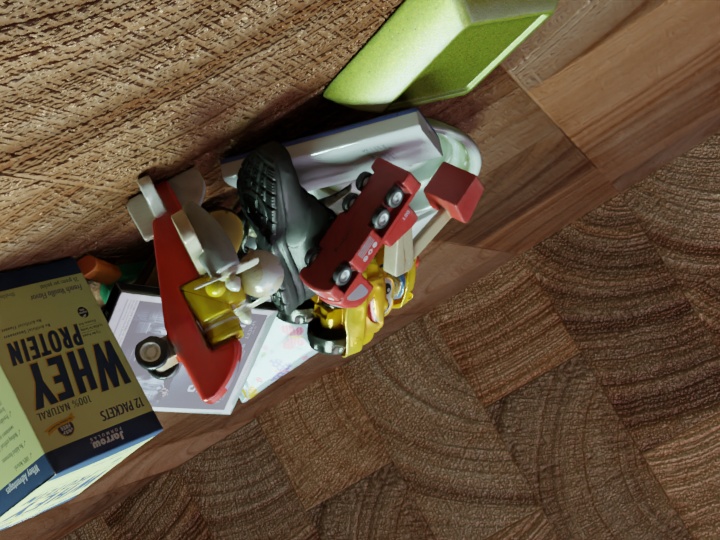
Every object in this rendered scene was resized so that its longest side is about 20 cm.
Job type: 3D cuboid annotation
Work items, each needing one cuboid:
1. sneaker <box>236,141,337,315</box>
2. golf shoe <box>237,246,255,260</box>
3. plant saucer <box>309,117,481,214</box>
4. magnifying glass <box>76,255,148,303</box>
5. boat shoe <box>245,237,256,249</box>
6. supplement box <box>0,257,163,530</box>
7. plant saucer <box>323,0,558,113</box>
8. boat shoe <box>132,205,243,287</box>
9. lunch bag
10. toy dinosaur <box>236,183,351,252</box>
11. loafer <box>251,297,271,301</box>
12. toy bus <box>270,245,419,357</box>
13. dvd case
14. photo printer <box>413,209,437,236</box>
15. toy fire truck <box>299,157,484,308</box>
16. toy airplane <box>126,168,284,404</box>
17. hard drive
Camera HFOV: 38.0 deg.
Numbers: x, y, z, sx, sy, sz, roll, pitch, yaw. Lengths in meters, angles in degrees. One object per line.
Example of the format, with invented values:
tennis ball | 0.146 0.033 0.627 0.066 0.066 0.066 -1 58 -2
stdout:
sneaker | -0.064 -0.050 1.026 0.091 0.076 0.200 -26 140 -19
golf shoe | -0.176 0.027 1.313 0.092 0.073 0.200 -1 159 -22
plant saucer | 0.034 -0.125 1.175 0.199 0.050 0.200 -6 155 -3
magnifying glass | -0.270 0.009 1.164 0.079 0.022 0.200 -32 168 1
boat shoe | -0.059 -0.045 1.355 0.200 0.071 0.072 -22 168 -34
supplement box | -0.340 0.130 1.043 0.200 0.200 0.134 -37 168 37
plant saucer | 0.091 -0.218 1.000 0.200 0.048 0.200 -20 166 -43
boat shoe | -0.208 0.004 1.158 0.200 0.070 0.070 -47 -158 6
lunch bag | -0.136 0.077 1.588 0.169 0.127 0.200 -33 -165 16
toy dinosaur | -0.084 -0.035 1.123 0.047 0.089 0.200 8 168 -44
loafer | -0.096 0.000 1.411 0.072 0.073 0.200 -53 -177 27
toy bus | 0.000 0.000 1.254 0.191 0.200 0.136 -10 119 -30
dvd case | -0.202 0.090 1.150 0.200 0.025 0.151 9 116 -39
photo printer | 0.032 -0.060 1.547 0.166 0.070 0.200 -27 170 -19
toy fire truck | 0.034 -0.039 1.055 0.200 0.049 0.141 -57 145 -6
toy airplane | -0.143 -0.003 0.982 0.141 0.200 0.200 -7 -149 -3
hard drive | -0.025 -0.114 1.056 0.199 0.025 0.132 -13 171 12
